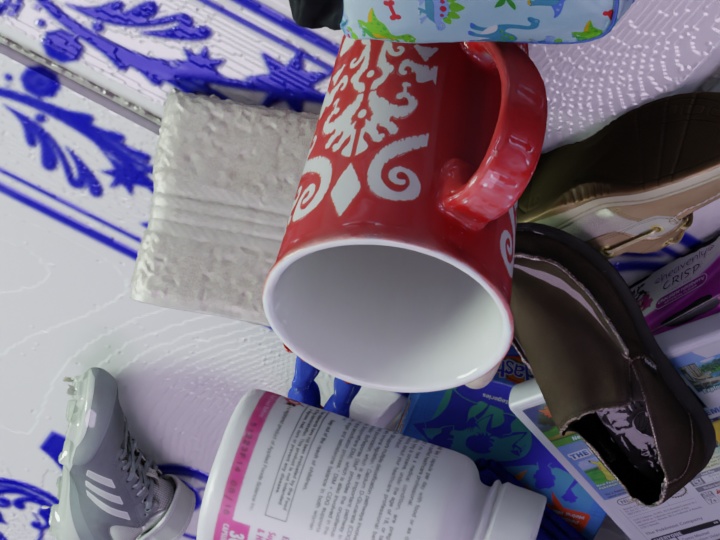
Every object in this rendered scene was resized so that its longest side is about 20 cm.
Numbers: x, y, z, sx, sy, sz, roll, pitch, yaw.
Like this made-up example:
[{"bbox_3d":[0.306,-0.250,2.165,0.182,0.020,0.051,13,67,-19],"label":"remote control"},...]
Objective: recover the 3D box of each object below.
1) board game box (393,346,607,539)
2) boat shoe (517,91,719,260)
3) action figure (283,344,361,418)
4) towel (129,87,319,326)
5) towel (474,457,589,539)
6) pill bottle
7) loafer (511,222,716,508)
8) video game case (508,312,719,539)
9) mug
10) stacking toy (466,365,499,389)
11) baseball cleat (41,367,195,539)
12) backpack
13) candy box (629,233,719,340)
[{"bbox_3d":[0.095,0.130,1.590,0.151,0.045,0.201,16,137,-4],"label":"board game box"},{"bbox_3d":[0.161,-0.046,1.389,0.199,0.074,0.066,-17,133,39],"label":"boat shoe"},{"bbox_3d":[-0.029,0.097,1.562,0.065,0.052,0.200,21,153,9],"label":"action figure"},{"bbox_3d":[-0.031,-0.029,1.418,0.198,0.134,0.034,10,180,5],"label":"towel"},{"bbox_3d":[0.054,0.200,1.609,0.199,0.050,0.147,-26,131,33],"label":"towel"},{"bbox_3d":[0.008,0.155,1.473,0.198,0.114,0.114,17,136,7],"label":"pill bottle"},{"bbox_3d":[0.136,0.057,1.384,0.073,0.071,0.200,-32,107,36],"label":"loafer"},{"bbox_3d":[0.222,0.104,1.467,0.199,0.022,0.182,-21,127,33],"label":"video game case"},{"bbox_3d":[0.047,-0.057,1.296,0.176,0.201,0.134,-14,136,29],"label":"mug"},{"bbox_3d":[0.000,0.000,1.465,0.199,0.086,0.086,21,135,-1],"label":"stacking toy"},{"bbox_3d":[-0.162,0.134,1.645,0.106,0.070,0.200,9,145,-7],"label":"baseball cleat"},{"bbox_3d":[0.061,-0.190,1.229,0.198,0.154,0.164,-4,129,-5],"label":"backpack"},{"bbox_3d":[0.251,0.073,1.488,0.200,0.061,0.136,39,131,-24],"label":"candy box"}]
